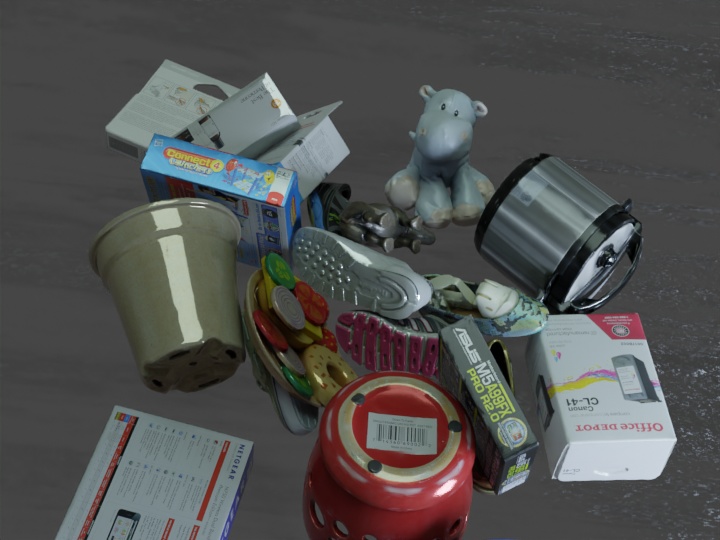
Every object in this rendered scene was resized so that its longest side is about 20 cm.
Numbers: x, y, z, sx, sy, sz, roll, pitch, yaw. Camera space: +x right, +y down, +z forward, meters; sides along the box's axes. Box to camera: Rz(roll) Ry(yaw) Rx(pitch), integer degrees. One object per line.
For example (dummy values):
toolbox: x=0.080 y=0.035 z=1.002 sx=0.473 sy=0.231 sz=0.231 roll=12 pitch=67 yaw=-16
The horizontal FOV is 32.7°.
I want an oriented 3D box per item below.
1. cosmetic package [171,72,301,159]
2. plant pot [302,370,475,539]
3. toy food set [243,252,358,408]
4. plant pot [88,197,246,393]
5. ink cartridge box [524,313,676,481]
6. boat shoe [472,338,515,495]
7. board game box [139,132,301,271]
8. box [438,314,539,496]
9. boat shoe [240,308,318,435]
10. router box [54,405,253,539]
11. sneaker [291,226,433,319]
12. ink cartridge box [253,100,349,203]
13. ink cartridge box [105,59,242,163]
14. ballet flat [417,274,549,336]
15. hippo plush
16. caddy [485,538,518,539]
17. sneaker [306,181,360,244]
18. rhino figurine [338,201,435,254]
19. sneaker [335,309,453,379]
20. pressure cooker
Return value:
cosmetic package: x=-0.189 y=-0.186 z=1.732 sx=0.199 sy=0.051 sz=0.083 roll=-35 pitch=75 yaw=-1
plant pot: x=0.036 y=0.226 z=1.397 sx=0.197 sy=0.184 sz=0.202 roll=4 pitch=46 yaw=-4
toy food set: x=-0.074 y=0.081 z=1.521 sx=0.048 sy=0.197 sz=0.202 roll=-31 pitch=47 yaw=22
plant pot: x=-0.226 y=0.043 z=1.532 sx=0.197 sy=0.201 sz=0.186 roll=-9 pitch=61 yaw=-15
ink cartridge box: x=0.299 y=0.156 z=1.552 sx=0.145 sy=0.086 sz=0.202 roll=-1 pitch=47 yaw=-8
boat shoe: x=0.157 y=0.176 z=1.527 sx=0.071 sy=0.069 sz=0.202 roll=6 pitch=50 yaw=-5
board game box: x=-0.178 y=-0.083 z=1.622 sx=0.193 sy=0.201 sz=0.057 roll=16 pitch=65 yaw=7
box: x=0.141 y=0.157 z=1.394 sx=0.044 sy=0.200 sz=0.162 roll=-24 pitch=69 yaw=-6
boat shoe: x=-0.104 y=0.123 z=1.552 sx=0.062 sy=0.072 sz=0.202 roll=-31 pitch=55 yaw=21
router box: x=-0.234 y=0.268 z=1.412 sx=0.177 sy=0.049 sz=0.202 roll=14 pitch=49 yaw=5
sneaker: x=0.000 y=0.000 z=1.601 sx=0.198 sy=0.077 sz=0.080 roll=29 pitch=27 yaw=18
ink cartridge box: x=-0.097 y=-0.151 z=1.746 sx=0.115 sy=0.068 sz=0.200 roll=-10 pitch=30 yaw=47
ink cartridge box: x=-0.252 y=-0.216 z=1.835 sx=0.197 sy=0.045 sz=0.177 roll=23 pitch=52 yaw=12
ballet flat: x=0.148 y=0.040 z=1.594 sx=0.198 sy=0.075 sz=0.074 roll=5 pitch=41 yaw=36
hippo plush: x=0.136 y=-0.171 z=1.755 sx=0.157 sy=0.162 sz=0.201 roll=22 pitch=44 yaw=3
caddy: x=0.188 y=0.349 z=1.333 sx=0.196 sy=0.142 sz=0.106 roll=8 pitch=53 yaw=0
sneaker: x=-0.023 y=-0.054 z=1.705 sx=0.081 sy=0.071 sz=0.201 roll=-9 pitch=47 yaw=-7
rhino figurine: x=0.042 y=-0.058 z=1.676 sx=0.086 sy=0.061 sz=0.199 roll=16 pitch=6 yaw=31
sneaker: x=0.065 y=0.090 z=1.591 sx=0.197 sy=0.075 sz=0.087 roll=11 pitch=18 yaw=24
pressure cooker: x=0.272 y=-0.035 z=1.649 sx=0.199 sy=0.177 sz=0.178 roll=39 pitch=26 yaw=22
